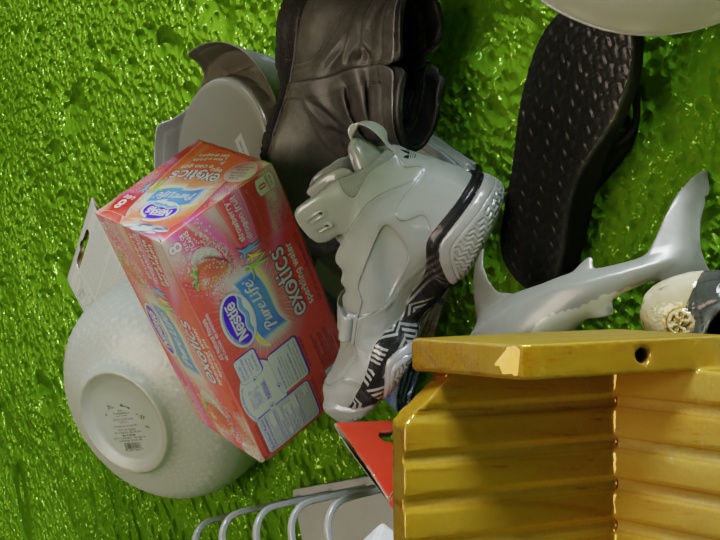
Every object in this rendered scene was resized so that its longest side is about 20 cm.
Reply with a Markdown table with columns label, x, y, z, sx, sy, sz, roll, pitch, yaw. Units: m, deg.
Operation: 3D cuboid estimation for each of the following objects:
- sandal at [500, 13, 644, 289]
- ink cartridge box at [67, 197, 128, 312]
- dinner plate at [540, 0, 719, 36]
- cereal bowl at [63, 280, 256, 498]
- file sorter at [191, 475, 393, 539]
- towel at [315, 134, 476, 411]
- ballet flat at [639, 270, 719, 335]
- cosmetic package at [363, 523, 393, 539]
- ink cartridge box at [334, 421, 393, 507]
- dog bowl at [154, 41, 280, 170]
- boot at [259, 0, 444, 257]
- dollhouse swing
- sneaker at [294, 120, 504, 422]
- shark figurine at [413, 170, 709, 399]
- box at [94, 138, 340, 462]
| label | x | y | z | sx | sy | sz | roll | pitch | yaw |
| --- | --- | --- | --- | --- | --- | --- | --- | --- | --- |
| sandal | 0.129 | -0.077 | 0.751 | 0.075 | 0.048 | 0.202 | 48 | 142 | 35 |
| ink cartridge box | -0.209 | 0.034 | 1.184 | 0.200 | 0.050 | 0.109 | 53 | 132 | 34 |
| dinner plate | 0.148 | -0.219 | 0.621 | 0.198 | 0.024 | 0.202 | 2 | 100 | 12 |
| cereal bowl | -0.178 | 0.110 | 1.069 | 0.198 | 0.083 | 0.202 | 12 | 116 | 26 |
| file sorter | -0.020 | 0.228 | 0.912 | 0.199 | 0.124 | 0.140 | -21 | 78 | 51 |
| towel | 0.015 | -0.015 | 0.915 | 0.147 | 0.024 | 0.202 | 41 | 125 | 42 |
| ballet flat | 0.222 | 0.049 | 0.612 | 0.199 | 0.057 | 0.067 | 25 | 113 | 36 |
| cosmetic package | 0.059 | 0.259 | 0.746 | 0.199 | 0.113 | 0.081 | 34 | 130 | -4 |
| ink cartridge box | 0.082 | 0.145 | 0.766 | 0.200 | 0.108 | 0.051 | 50 | 120 | 36 |
| dog bowl | -0.094 | -0.083 | 1.015 | 0.199 | 0.058 | 0.202 | 11 | 104 | 50 |
| boot | -0.005 | -0.094 | 0.858 | 0.131 | 0.069 | 0.202 | 19 | 116 | 46 |
| dollhouse swing | 0.133 | 0.135 | 0.574 | 0.175 | 0.180 | 0.202 | -176 | 85 | -65 |
| sneaker | 0.000 | 0.000 | 0.823 | 0.114 | 0.075 | 0.201 | 30 | 113 | -4 |
| shark figurine | 0.103 | 0.017 | 0.733 | 0.215 | 0.127 | 0.090 | -46 | 51 | 43 |
| box | -0.092 | 0.022 | 0.899 | 0.094 | 0.102 | 0.201 | 21 | 142 | 47 |
